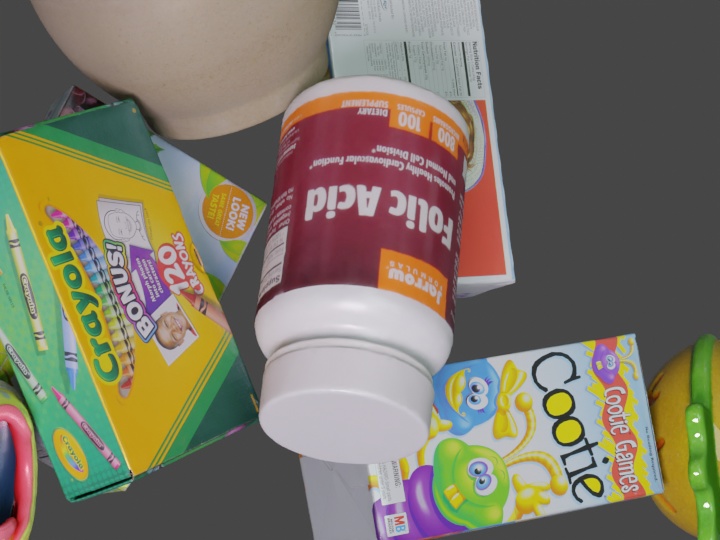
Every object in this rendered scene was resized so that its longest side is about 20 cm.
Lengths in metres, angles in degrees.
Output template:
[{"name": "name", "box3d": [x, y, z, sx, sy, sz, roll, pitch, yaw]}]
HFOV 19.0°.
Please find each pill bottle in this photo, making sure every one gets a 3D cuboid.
[{"name": "pill bottle", "box3d": [0.000, 0.000, 1.227, 0.114, 0.114, 0.201, 18, 59, -21]}]

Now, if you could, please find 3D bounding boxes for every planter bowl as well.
[{"name": "planter bowl", "box3d": [-0.094, -0.163, 1.283, 0.200, 0.200, 0.135, -35, 121, -26]}]

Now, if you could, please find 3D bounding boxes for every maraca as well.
[{"name": "maraca", "box3d": [0.227, 0.117, 1.380, 0.106, 0.200, 0.138, -10, 104, 17]}]

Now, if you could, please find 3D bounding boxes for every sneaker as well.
[{"name": "sneaker", "box3d": [-0.219, 0.156, 1.164, 0.078, 0.090, 0.201, 10, 84, -21]}]

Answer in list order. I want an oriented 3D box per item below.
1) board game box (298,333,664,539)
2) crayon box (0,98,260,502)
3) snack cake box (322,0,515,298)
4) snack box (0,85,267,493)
[{"name": "board game box", "box3d": [0.072, 0.109, 1.341, 0.199, 0.105, 0.104, -8, 84, -25]}, {"name": "crayon box", "box3d": [-0.145, 0.014, 1.202, 0.119, 0.058, 0.201, -23, 90, -52]}, {"name": "snack cake box", "box3d": [0.024, -0.082, 1.376, 0.114, 0.067, 0.201, -2, 81, -27]}, {"name": "snack box", "box3d": [-0.162, 0.013, 1.281, 0.142, 0.053, 0.201, 31, 70, -18]}]
